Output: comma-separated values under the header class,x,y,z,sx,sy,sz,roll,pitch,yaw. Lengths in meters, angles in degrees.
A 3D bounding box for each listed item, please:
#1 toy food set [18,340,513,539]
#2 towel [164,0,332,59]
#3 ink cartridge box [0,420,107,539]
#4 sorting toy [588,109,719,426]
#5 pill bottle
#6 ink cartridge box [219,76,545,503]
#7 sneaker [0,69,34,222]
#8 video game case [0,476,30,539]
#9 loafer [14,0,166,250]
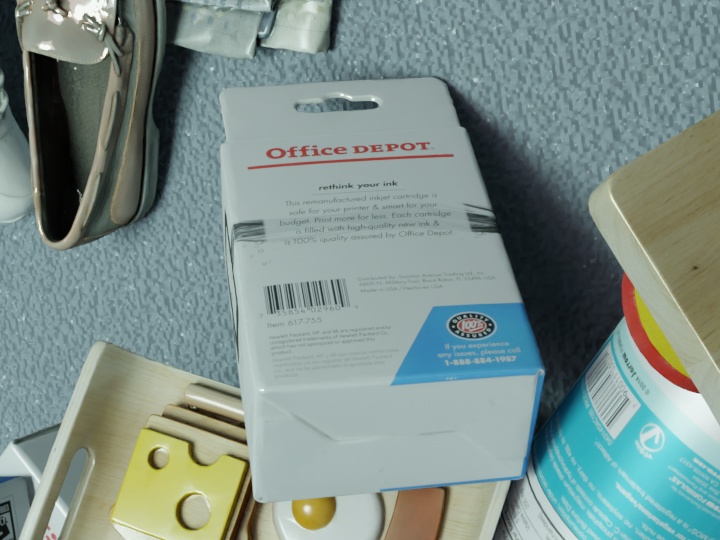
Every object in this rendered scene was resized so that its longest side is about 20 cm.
class,x,y,z,sx,sy,sz,roll,pitch,yaw
toy food set,-0.049,0.124,0.663,0.198,0.060,0.145,16,80,15
towel,-0.094,-0.210,0.769,0.191,0.034,0.202,11,109,25
ink cartridge box,-0.139,0.187,0.811,0.147,0.146,0.200,47,117,16
sorting toy,0.199,0.019,0.562,0.200,0.199,0.070,59,158,5
pill bottle,0.117,0.106,0.664,0.111,0.111,0.201,42,118,18
ink cartridge box,0.000,0.000,0.681,0.115,0.201,0.068,-3,132,-8
sneaker,-0.224,-0.115,0.826,0.099,0.078,0.201,-22,114,30
video game case,-0.212,0.199,0.654,0.045,0.199,0.183,-5,95,33
loafer,-0.140,-0.103,0.782,0.071,0.063,0.202,16,124,24
